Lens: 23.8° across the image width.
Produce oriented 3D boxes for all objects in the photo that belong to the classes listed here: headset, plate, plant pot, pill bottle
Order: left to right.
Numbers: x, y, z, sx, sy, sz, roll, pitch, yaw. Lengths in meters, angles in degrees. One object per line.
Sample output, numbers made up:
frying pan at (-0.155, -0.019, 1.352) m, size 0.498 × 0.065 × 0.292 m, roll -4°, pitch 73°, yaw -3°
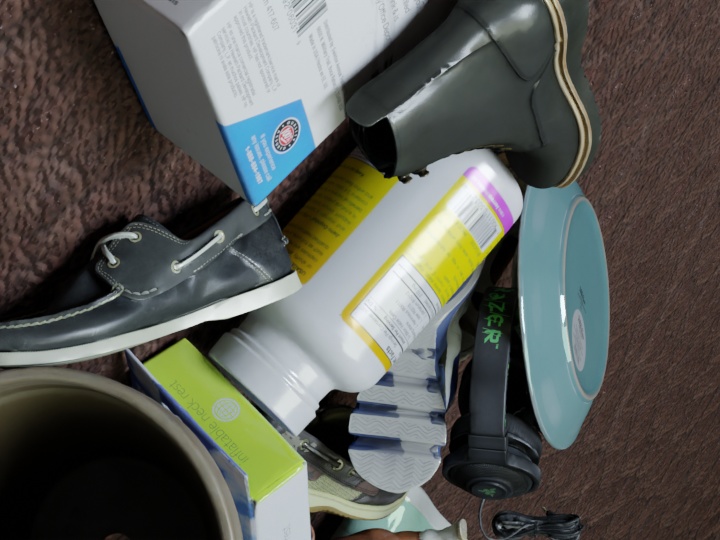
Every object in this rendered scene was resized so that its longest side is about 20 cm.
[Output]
plant pot at (-0.147, 0.155, 0.909) m, size 0.201 × 0.199 × 0.174 m, roll -53°, pitch 171°, yaw 0°
pill bottle at (0.000, 0.000, 1.027) m, size 0.200 × 0.104 × 0.104 m, roll -48°, pitch 152°, yaw -9°
headset at (0.107, 0.106, 1.147) m, size 0.124 × 0.093 × 0.202 m, roll -71°, pitch 163°, yaw -52°
plate at (0.142, 0.019, 1.149) m, size 0.200 × 0.025 × 0.203 m, roll -3°, pitch 90°, yaw -71°

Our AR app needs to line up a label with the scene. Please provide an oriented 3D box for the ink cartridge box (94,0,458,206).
ink cartridge box at (-0.025, -0.155, 0.835) m, size 0.200 × 0.084 × 0.146 m, roll -46°, pitch 152°, yaw -16°

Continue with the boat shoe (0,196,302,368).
boat shoe at (-0.123, 0.006, 0.910) m, size 0.199 × 0.071 × 0.068 m, roll -19°, pitch 100°, yaw -37°

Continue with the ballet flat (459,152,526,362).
ballet flat at (0.078, 0.015, 1.203) m, size 0.070 × 0.070 × 0.202 m, roll -7°, pitch 128°, yaw -54°

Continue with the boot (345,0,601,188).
boot at (0.055, -0.078, 0.920) m, size 0.138 × 0.077 × 0.201 m, roll -42°, pitch 149°, yaw -13°

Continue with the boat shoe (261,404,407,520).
boat shoe at (-0.014, 0.128, 1.183) m, size 0.065 × 0.073 × 0.199 m, roll -55°, pitch 152°, yaw 15°

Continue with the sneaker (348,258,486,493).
sneaker at (0.033, 0.043, 1.149) m, size 0.115 × 0.080 × 0.202 m, roll 17°, pitch 85°, yaw -89°

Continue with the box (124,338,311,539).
box at (-0.083, 0.134, 1.032) m, size 0.047 × 0.122 × 0.201 m, roll -33°, pitch 146°, yaw -26°

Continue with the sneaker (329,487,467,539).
sneaker at (0.023, 0.239, 1.360) m, size 0.119 × 0.073 × 0.201 m, roll -54°, pitch 143°, yaw -12°

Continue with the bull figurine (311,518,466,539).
bull figurine at (0.030, 0.222, 1.219) m, size 0.200 × 0.120 × 0.066 m, roll 44°, pitch 42°, yaw -60°
